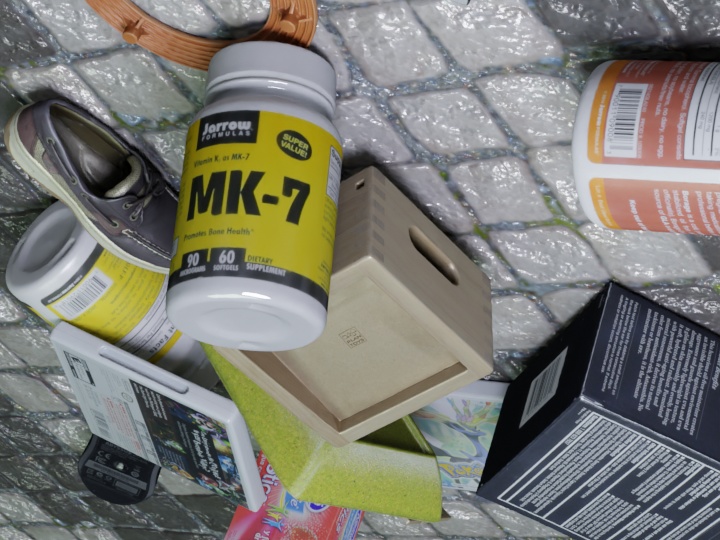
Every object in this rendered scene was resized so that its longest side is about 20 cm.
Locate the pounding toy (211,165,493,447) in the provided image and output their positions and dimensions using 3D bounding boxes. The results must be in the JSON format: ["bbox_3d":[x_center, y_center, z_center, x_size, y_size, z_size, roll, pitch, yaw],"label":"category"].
[{"bbox_3d":[-0.002,0.035,1.489,0.184,0.142,0.200,-28,128,27],"label":"pounding toy"}]

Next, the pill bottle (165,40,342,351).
[{"bbox_3d":[-0.072,-0.053,1.345,0.114,0.200,0.114,4,158,2],"label":"pill bottle"}]

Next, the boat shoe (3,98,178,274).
[{"bbox_3d":[-0.201,-0.069,1.552,0.200,0.072,0.065,42,150,-20],"label":"boat shoe"}]

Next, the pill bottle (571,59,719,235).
[{"bbox_3d":[0.245,-0.077,1.207,0.200,0.112,0.112,5,146,27],"label":"pill bottle"}]

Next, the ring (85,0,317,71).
[{"bbox_3d":[-0.126,-0.202,1.340,0.200,0.019,0.201,17,149,10],"label":"ring"}]

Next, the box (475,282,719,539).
[{"bbox_3d":[0.232,0.139,1.540,0.198,0.123,0.200,27,145,-8],"label":"box"}]

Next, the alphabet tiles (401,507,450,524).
[{"bbox_3d":[-0.003,0.152,1.689,0.200,0.006,0.166,47,-166,20],"label":"alphabet tiles"}]

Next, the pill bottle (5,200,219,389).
[{"bbox_3d":[-0.207,0.031,1.673,0.111,0.111,0.200,-11,136,43],"label":"pill bottle"}]

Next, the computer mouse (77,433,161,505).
[{"bbox_3d":[-0.236,0.181,1.999,0.138,0.053,0.200,26,139,-9],"label":"computer mouse"}]

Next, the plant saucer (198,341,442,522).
[{"bbox_3d":[-0.023,0.117,1.612,0.200,0.200,0.048,17,121,-48],"label":"plant saucer"}]

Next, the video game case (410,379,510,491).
[{"bbox_3d":[0.118,0.157,1.753,0.200,0.022,0.182,5,145,28],"label":"video game case"}]

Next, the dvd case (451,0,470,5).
[{"bbox_3d":[0.010,-0.253,1.164,0.150,0.025,0.200,18,150,6],"label":"dvd case"}]

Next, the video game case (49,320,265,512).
[{"bbox_3d":[-0.175,0.131,1.664,0.182,0.023,0.200,24,155,16],"label":"video game case"}]

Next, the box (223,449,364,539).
[{"bbox_3d":[-0.053,0.222,1.789,0.095,0.200,0.103,13,148,15],"label":"box"}]
